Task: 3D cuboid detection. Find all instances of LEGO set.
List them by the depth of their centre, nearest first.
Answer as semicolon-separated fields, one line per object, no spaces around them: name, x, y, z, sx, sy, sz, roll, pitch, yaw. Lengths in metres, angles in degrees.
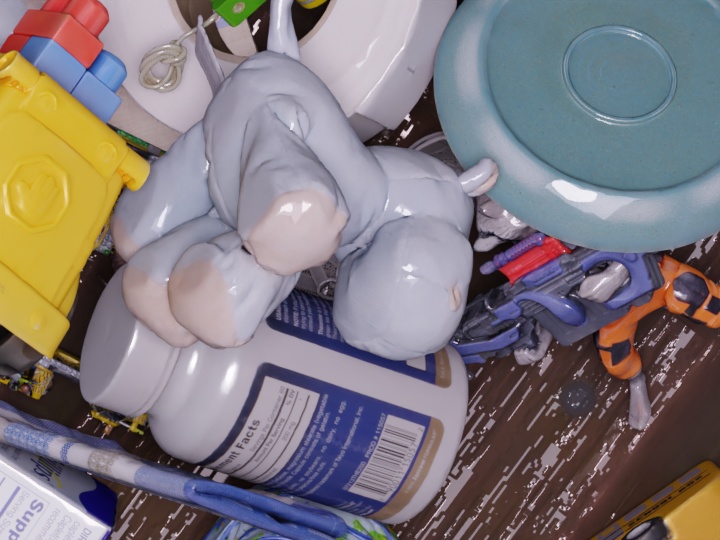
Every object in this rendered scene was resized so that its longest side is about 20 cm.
LEGO set;-0.147;0.005;1.553;0.154;0.116;0.200;35;99;-14

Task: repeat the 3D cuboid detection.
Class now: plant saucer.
plant saucer;0.141;-0.103;1.500;0.200;0.027;0.200;4;60;-7

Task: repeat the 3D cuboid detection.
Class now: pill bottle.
pill bottle;-0.050;0.064;1.515;0.200;0.111;0.111;20;94;-23

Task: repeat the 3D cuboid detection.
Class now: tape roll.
tape roll;-0.048;-0.162;1.533;0.202;0.071;0.203;-2;84;17

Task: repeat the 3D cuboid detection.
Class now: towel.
towel;-0.119;0.111;1.509;0.200;0.147;0.024;14;83;40

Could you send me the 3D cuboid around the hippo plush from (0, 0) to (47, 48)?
hippo plush;-0.241;-0.203;1.499;0.200;0.159;0.161;-4;136;-12

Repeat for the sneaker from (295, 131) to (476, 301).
sneaker;0.000;0.000;1.593;0.075;0.082;0.200;36;93;-6

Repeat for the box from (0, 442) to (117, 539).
box;-0.273;0.161;1.584;0.200;0.105;0.184;34;93;-5

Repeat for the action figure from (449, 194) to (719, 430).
action figure;0.125;0.011;1.580;0.200;0.105;0.193;-23;129;38

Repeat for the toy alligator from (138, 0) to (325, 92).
toy alligator;-0.046;-0.173;1.474;0.200;0.054;0.059;-37;120;18

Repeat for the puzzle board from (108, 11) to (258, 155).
puzzle board;-0.153;-0.092;1.611;0.200;0.017;0.151;-18;95;-2

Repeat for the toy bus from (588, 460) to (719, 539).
toy bus;0.148;0.197;1.622;0.200;0.078;0.065;-35;97;1

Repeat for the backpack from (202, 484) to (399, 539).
backpack;-0.045;0.222;1.595;0.163;0.154;0.200;23;82;2

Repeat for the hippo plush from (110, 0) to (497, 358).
hippo plush;-0.026;-0.024;1.436;0.161;0.200;0.159;27;133;-33

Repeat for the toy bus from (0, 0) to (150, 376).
toy bus;-0.204;-0.061;1.438;0.136;0.200;0.192;39;74;-29
